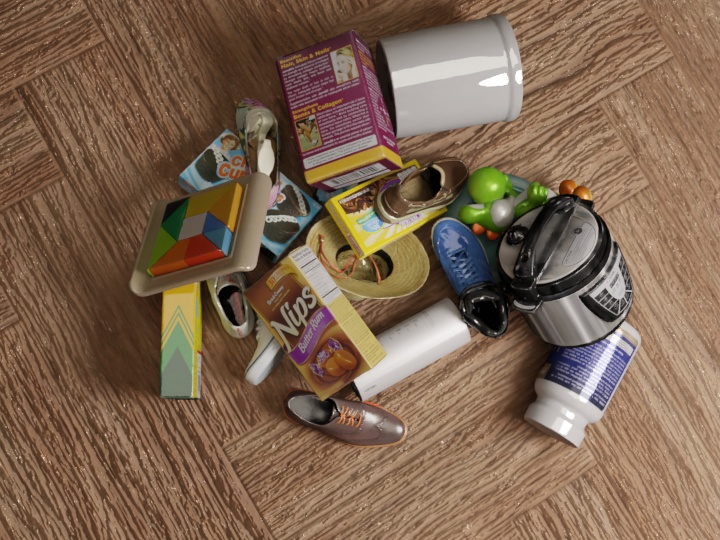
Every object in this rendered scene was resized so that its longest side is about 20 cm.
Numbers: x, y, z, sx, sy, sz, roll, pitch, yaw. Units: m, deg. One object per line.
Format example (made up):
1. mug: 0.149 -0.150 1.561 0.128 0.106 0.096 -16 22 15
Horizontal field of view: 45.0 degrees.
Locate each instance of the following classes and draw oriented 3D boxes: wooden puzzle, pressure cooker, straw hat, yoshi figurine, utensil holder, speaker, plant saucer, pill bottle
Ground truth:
1. wooden puzzle: -0.234 -0.059 1.260 0.199 0.037 0.186 -11 48 20
2. pressure cooker: 0.293 -0.002 1.275 0.178 0.200 0.176 -26 40 14
3. straw hat: 0.000 0.000 1.354 0.200 0.085 0.202 12 43 -11
4. yoshi figurine: 0.250 -0.120 1.355 0.199 0.113 0.113 -5 58 -7
5. utensil holder: 0.136 -0.303 1.376 0.199 0.170 0.171 -12 83 -4
6. speaker: 0.070 0.121 1.349 0.199 0.081 0.082 -28 85 -9
7. plant saucer: 0.232 -0.065 1.414 0.199 0.036 0.201 1 81 -5
8. pill bottle: 0.341 0.165 1.348 0.115 0.116 0.201 31 80 0

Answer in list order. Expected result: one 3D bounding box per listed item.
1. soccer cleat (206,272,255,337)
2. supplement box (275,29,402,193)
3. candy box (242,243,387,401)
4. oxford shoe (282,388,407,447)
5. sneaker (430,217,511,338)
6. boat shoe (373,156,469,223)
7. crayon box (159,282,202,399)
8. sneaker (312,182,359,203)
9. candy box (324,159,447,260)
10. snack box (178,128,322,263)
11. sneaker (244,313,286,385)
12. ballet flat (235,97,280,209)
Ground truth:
1. soccer cleat: -0.208 0.006 1.340 0.068 0.085 0.201 -15 83 -7
2. supplement box: -0.031 -0.235 1.308 0.130 0.103 0.201 -16 82 17
3. candy box: -0.068 0.077 1.262 0.117 0.056 0.200 -37 88 35
4. oxford shoe: -0.023 0.230 1.329 0.199 0.073 0.072 12 81 -3
5. sneaker: 0.171 0.012 1.333 0.076 0.111 0.201 -24 95 5
6. boat shoe: 0.113 -0.133 1.356 0.202 0.075 0.075 -34 87 -38
7. crayon box: -0.267 0.092 1.302 0.050 0.127 0.201 1 80 -5
8. sneaker: -0.048 -0.201 1.390 0.089 0.078 0.201 -2 81 -2
9. candy box: 0.044 -0.099 1.361 0.200 0.026 0.103 -30 87 -39
10. snack box: -0.173 -0.119 1.372 0.200 0.037 0.116 39 64 2
11. sneaker: -0.132 0.081 1.350 0.071 0.073 0.201 28 71 8
12. ballet flat: -0.152 -0.194 1.348 0.069 0.071 0.201 0 67 -19
